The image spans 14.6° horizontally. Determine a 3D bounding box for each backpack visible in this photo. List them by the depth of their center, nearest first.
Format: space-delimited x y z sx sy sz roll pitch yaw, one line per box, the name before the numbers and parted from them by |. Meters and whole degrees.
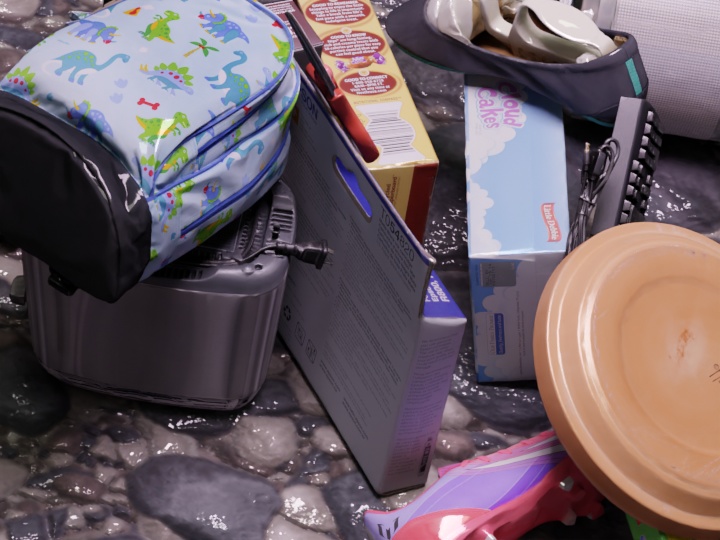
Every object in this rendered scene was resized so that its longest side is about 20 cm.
backpack | -0.123 -0.086 1.666 0.163 0.154 0.199 34 32 31

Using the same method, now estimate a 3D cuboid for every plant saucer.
plant saucer | 0.196 0.062 1.684 0.199 0.032 0.201 13 61 -25

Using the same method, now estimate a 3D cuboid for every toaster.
toaster | -0.119 0.006 1.749 0.199 0.130 0.114 9 44 0

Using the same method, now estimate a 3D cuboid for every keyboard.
keyboard | 0.154 -0.011 1.761 0.020 0.127 0.201 9 83 25

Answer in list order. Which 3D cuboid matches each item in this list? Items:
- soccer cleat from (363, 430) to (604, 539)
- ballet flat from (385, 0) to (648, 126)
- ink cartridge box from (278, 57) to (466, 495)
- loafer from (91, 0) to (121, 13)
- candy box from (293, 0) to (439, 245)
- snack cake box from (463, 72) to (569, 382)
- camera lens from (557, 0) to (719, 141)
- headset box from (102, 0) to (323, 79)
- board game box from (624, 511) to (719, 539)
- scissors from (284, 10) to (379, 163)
soccer cleat | 0.092 0.130 1.711 0.200 0.067 0.076 -31 53 -32
ballet flat | 0.100 -0.157 1.832 0.199 0.073 0.073 24 44 29
ink cartridge box | 0.000 0.000 1.728 0.040 0.201 0.200 -13 49 -24
loafer | -0.185 -0.099 1.837 0.067 0.200 0.076 47 14 12
candy box | -0.006 -0.094 1.886 0.056 0.117 0.201 -7 46 -17
snack cake box | 0.103 -0.038 1.841 0.067 0.115 0.201 -3 43 4
camera lens | 0.235 -0.175 1.983 0.199 0.161 0.160 9 43 -1
headset box | -0.100 -0.138 1.889 0.077 0.149 0.200 -13 49 -25
board game box | 0.239 0.106 1.730 0.199 0.029 0.135 -3 62 -31
scissors | -0.015 -0.107 1.663 0.014 0.200 0.073 -31 82 -2
